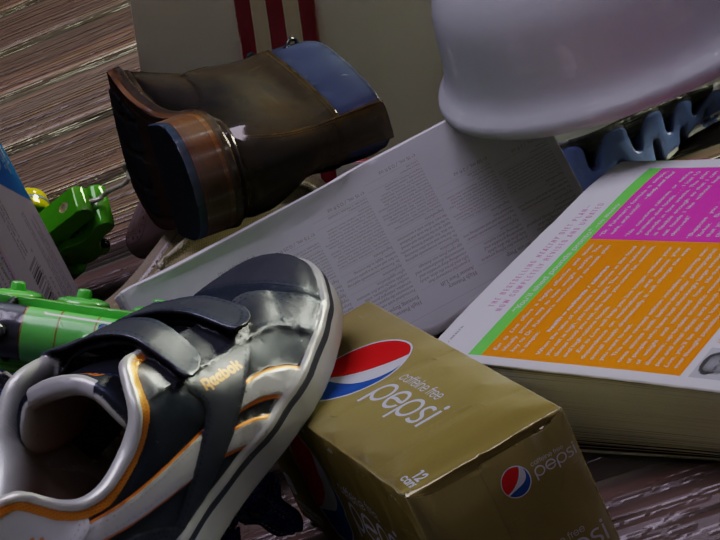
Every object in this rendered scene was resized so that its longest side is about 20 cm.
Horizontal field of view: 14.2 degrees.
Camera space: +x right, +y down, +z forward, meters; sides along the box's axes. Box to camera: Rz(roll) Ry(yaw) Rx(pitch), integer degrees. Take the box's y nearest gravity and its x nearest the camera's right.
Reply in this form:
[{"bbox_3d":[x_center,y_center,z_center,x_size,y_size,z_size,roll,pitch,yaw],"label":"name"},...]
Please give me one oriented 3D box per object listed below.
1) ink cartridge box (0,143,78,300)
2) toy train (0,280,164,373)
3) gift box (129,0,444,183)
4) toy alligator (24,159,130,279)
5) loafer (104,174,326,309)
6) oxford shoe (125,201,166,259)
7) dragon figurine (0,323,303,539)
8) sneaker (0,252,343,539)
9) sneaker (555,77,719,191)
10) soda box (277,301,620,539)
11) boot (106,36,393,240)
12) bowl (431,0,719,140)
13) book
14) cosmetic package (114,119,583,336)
[{"bbox_3d":[-0.238,0.023,1.420,0.144,0.147,0.200,-23,17,10],"label":"ink cartridge box"},{"bbox_3d":[-0.069,0.035,1.184,0.200,0.042,0.056,7,2,6],"label":"toy train"},{"bbox_3d":[-0.001,-0.113,1.439,0.200,0.187,0.185,4,26,21],"label":"gift box"},{"bbox_3d":[-0.164,-0.013,1.559,0.200,0.059,0.054,-32,-30,25],"label":"toy alligator"},{"bbox_3d":[-0.076,0.026,1.321,0.200,0.076,0.067,-42,25,-22],"label":"loafer"},{"bbox_3d":[-0.077,-0.069,1.599,0.072,0.071,0.200,-23,17,26],"label":"oxford shoe"},{"bbox_3d":[-0.105,0.064,1.131,0.059,0.200,0.099,-35,-18,-35],"label":"dragon figurine"},{"bbox_3d":[-0.072,0.046,1.033,0.078,0.079,0.200,-14,32,36],"label":"sneaker"},{"bbox_3d":[0.137,-0.123,1.376,0.199,0.115,0.081,-36,21,-31],"label":"sneaker"},{"bbox_3d":[0.022,0.071,1.049,0.064,0.068,0.200,-29,17,-13],"label":"soda box"},{"bbox_3d":[-0.055,-0.064,1.318,0.097,0.075,0.200,-18,19,-12],"label":"boot"},{"bbox_3d":[0.107,-0.143,1.214,0.201,0.090,0.201,-23,21,10],"label":"bowl"},{"bbox_3d":[0.134,0.008,1.070,0.200,0.048,0.134,2,44,53],"label":"book"},{"bbox_3d":[0.000,0.000,1.254,0.200,0.083,0.051,-28,0,-9],"label":"cosmetic package"}]
